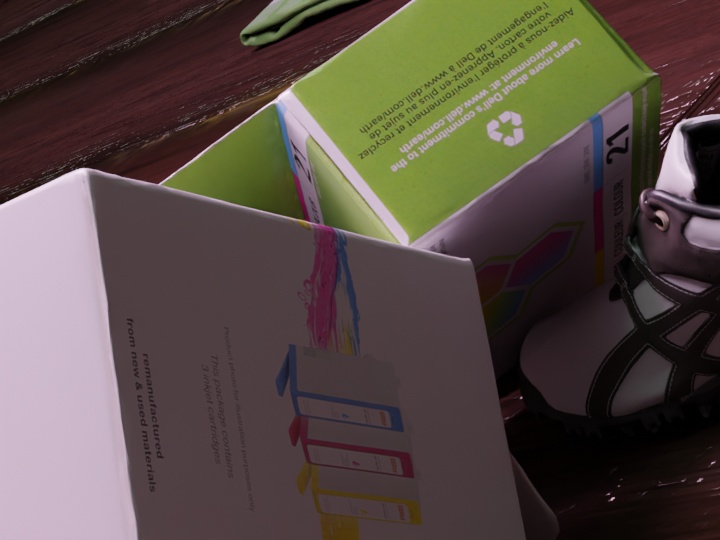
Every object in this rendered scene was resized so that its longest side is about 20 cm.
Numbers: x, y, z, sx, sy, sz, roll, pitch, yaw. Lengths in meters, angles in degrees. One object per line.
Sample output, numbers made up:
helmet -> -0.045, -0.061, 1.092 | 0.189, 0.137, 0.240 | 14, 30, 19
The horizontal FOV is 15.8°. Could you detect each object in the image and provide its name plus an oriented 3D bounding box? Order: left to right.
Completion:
ink cartridge box -> -0.047, 0.063, 0.754 | 0.128, 0.126, 0.199 | -21, -20, 34
ink cartridge box -> 0.000, 0.000, 0.870 | 0.200, 0.076, 0.148 | -37, -22, -10
towel -> 0.008, -0.240, 1.973 | 0.149, 0.031, 0.200 | -22, 20, 46
golf shoe -> 0.114, -0.007, 0.833 | 0.199, 0.095, 0.078 | -20, 20, 46
